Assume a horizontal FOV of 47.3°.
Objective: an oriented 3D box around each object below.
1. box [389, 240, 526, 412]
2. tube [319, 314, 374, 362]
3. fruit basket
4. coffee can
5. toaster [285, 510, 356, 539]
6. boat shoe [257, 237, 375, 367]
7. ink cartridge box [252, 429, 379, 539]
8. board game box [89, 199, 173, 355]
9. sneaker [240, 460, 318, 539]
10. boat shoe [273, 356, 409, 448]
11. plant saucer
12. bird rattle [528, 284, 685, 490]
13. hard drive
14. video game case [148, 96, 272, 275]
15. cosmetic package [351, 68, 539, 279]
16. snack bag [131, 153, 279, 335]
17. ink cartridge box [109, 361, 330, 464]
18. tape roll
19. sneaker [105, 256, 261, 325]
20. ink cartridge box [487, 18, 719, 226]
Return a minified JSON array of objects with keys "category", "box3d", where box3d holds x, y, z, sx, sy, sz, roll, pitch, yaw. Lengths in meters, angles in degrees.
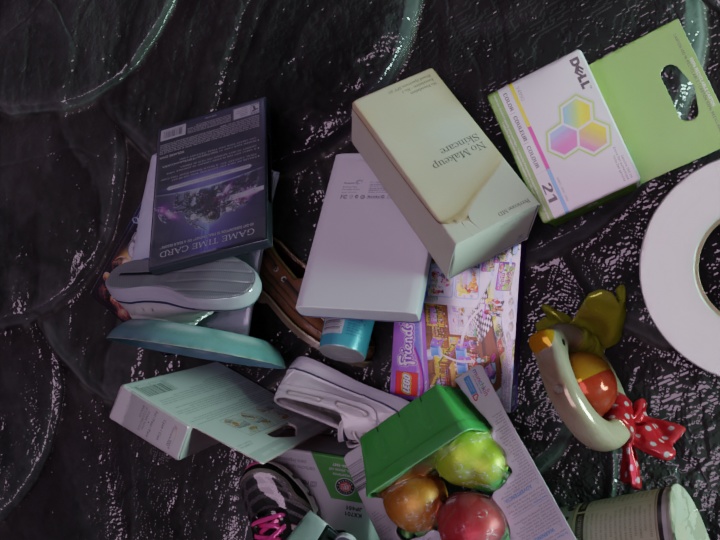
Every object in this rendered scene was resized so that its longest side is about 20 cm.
[{"category":"box","box3d":[0.107,0.047,0.901,0.137,0.039,0.200,4,92,20]},{"category":"tube","box3d":[0.000,0.000,0.909,0.077,0.050,0.200,7,66,14]},{"category":"fruit basket","box3d":[0.092,0.222,0.794,0.185,0.094,0.200,-39,65,21]},{"category":"coffee can","box3d":[0.225,0.296,0.789,0.200,0.146,0.147,-21,83,28]},{"category":"toaster","box3d":[-0.034,0.347,0.738,0.181,0.119,0.200,37,110,7]},{"category":"boat shoe","box3d":[-0.058,0.032,0.942,0.200,0.072,0.068,35,102,16]},{"category":"ink cartridge box","box3d":[-0.042,0.295,0.933,0.146,0.083,0.200,3,92,20]},{"category":"board game box","box3d":[-0.236,-0.014,1.024,0.135,0.035,0.200,35,101,16]},{"category":"sneaker","box3d":[-0.082,0.298,0.856,0.074,0.087,0.200,-21,84,19]},{"category":"boat shoe","box3d":[-0.003,0.166,0.915,0.200,0.074,0.065,20,59,22]},{"category":"plant saucer","box3d":[-0.180,0.082,0.923,0.200,0.200,0.027,6,80,19]},{"category":"bird rattle","box3d":[0.224,0.120,0.807,0.113,0.163,0.200,-24,73,36]},{"category":"hard drive","box3d":[0.016,-0.040,0.889,0.132,0.025,0.200,2,60,19]},{"category":"video game case","box3d":[-0.168,-0.098,0.926,0.143,0.019,0.200,-13,59,14]},{"category":"cosmetic package","box3d":[0.082,-0.103,0.850,0.103,0.073,0.200,-27,64,-15]},{"category":"snack bag","box3d":[-0.192,-0.035,0.969,0.188,0.021,0.200,11,91,25]},{"category":"ink cartridge box","box3d":[-0.144,0.166,0.905,0.176,0.200,0.045,25,99,18]},{"category":"tape roll","box3d":[0.362,-0.003,0.759,0.202,0.139,0.203,0,90,19]},{"category":"sneaker","box3d":[-0.188,0.026,0.916,0.200,0.071,0.073,3,49,29]},{"category":"ink cartridge box","box3d":[0.252,-0.153,0.830,0.200,0.076,0.148,-25,82,19]}]
